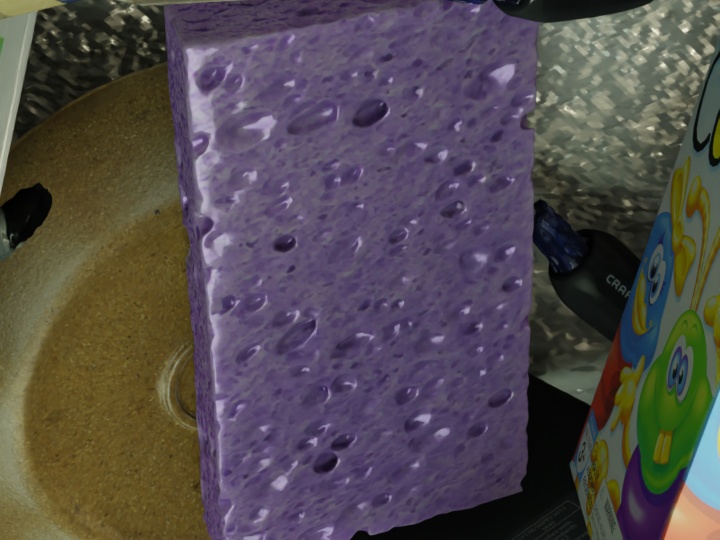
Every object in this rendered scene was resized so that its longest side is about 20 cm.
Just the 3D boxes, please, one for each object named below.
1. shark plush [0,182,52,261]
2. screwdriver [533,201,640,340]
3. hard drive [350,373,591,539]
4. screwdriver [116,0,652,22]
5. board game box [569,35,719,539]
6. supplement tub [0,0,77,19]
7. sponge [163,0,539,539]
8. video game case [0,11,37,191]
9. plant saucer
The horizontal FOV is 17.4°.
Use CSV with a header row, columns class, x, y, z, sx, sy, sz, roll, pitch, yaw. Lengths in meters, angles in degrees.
class,x,y,z,sx,sy,sz,roll,pitch,yaw
shark plush,-0.126,-0.013,0.704,0.083,0.201,0.091,9,162,23
screwdriver,0.049,-0.029,0.784,0.029,0.028,0.200,-35,124,18
hard drive,0.058,0.104,0.818,0.200,0.139,0.033,28,143,51
screwdriver,0.011,-0.081,0.639,0.199,0.029,0.028,-5,136,-39
board game box,0.144,0.008,0.681,0.104,0.103,0.201,12,114,-9
supplement tub,-0.152,-0.116,0.555,0.199,0.145,0.145,-13,144,7
sponge,0.000,0.000,0.742,0.111,0.030,0.201,-13,127,-17
video game case,-0.191,-0.070,0.645,0.199,0.183,0.022,12,178,-9
plant saucer,-0.053,0.027,0.779,0.199,0.035,0.201,-16,126,-22
